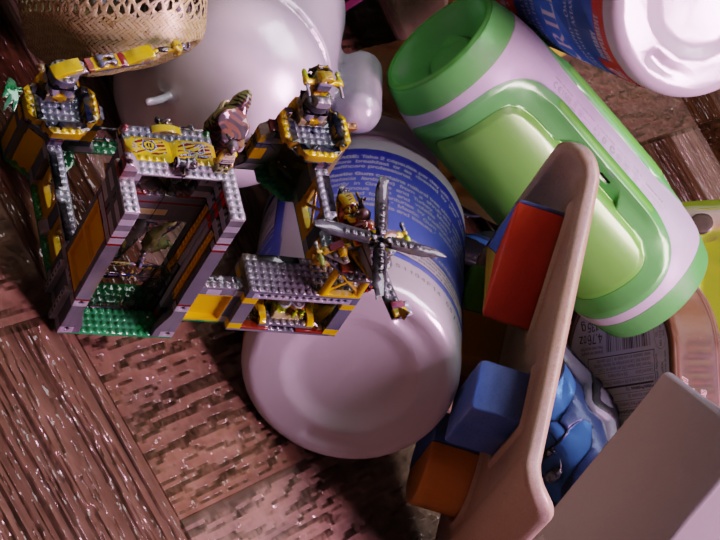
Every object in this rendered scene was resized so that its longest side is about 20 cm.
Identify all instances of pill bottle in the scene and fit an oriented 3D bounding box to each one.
[{"bbox_3d":[0.130,-0.169,1.532,0.112,0.112,0.200,46,-8,-32],"label":"pill bottle"},{"bbox_3d":[0.000,0.000,1.493,0.112,0.112,0.200,50,22,-23],"label":"pill bottle"}]

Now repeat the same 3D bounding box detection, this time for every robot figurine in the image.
[{"bbox_3d":[-0.069,-0.116,1.496,0.169,0.113,0.200,15,29,-4],"label":"robot figurine"}]

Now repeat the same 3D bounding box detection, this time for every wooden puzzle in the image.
[{"bbox_3d":[0.067,0.053,1.460,0.046,0.185,0.200,13,66,-9],"label":"wooden puzzle"}]

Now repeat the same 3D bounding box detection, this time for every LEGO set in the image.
[{"bbox_3d":[-0.064,-0.048,1.308,0.200,0.116,0.154,11,52,-21],"label":"LEGO set"}]

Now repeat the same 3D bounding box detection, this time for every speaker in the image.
[{"bbox_3d":[0.103,-0.056,1.547,0.200,0.088,0.088,47,23,-24],"label":"speaker"}]

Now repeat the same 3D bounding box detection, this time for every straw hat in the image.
[{"bbox_3d":[-0.120,-0.137,1.377,0.201,0.201,0.085,-26,116,-70],"label":"straw hat"}]

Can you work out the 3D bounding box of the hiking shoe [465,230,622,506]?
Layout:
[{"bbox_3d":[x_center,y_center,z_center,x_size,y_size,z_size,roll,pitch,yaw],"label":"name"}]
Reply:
[{"bbox_3d":[0.094,0.066,1.711,0.087,0.074,0.200,0,60,-36],"label":"hiking shoe"}]

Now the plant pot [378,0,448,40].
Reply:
[{"bbox_3d":[0.084,-0.239,1.876,0.200,0.174,0.200,-23,90,-83],"label":"plant pot"}]

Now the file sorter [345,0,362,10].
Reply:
[{"bbox_3d":[-0.062,-0.238,1.666,0.200,0.125,0.139,59,20,2],"label":"file sorter"}]

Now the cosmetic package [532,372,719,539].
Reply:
[{"bbox_3d":[0.143,0.165,1.456,0.107,0.200,0.090,38,3,-40],"label":"cosmetic package"}]

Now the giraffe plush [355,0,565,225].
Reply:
[{"bbox_3d":[0.082,-0.127,1.690,0.172,0.162,0.200,34,-11,-13],"label":"giraffe plush"}]

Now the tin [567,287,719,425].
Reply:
[{"bbox_3d":[0.171,0.098,1.709,0.042,0.112,0.200,1,82,-30],"label":"tin"}]

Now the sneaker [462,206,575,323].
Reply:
[{"bbox_3d":[0.109,-0.035,1.828,0.202,0.077,0.146,51,9,4],"label":"sneaker"}]

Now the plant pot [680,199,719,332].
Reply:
[{"bbox_3d":[0.275,0.057,1.805,0.182,0.199,0.200,59,32,-62],"label":"plant pot"}]
